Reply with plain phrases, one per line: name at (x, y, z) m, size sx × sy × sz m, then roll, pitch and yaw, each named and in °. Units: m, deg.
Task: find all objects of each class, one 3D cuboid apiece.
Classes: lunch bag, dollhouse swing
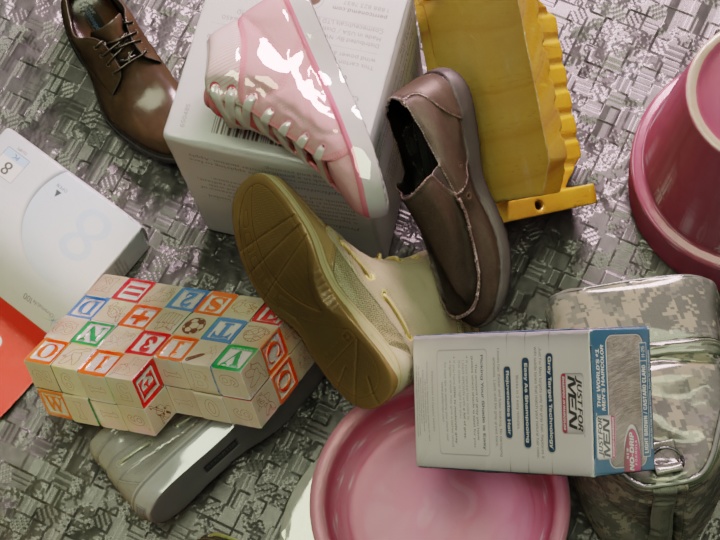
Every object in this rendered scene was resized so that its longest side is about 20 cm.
lunch bag at (0.216, 0.119, 1.381) m, size 0.138 × 0.200 × 0.169 m, roll -5°, pitch 64°, yaw 4°
dollhouse swing at (0.147, -0.147, 1.436) m, size 0.181 × 0.175 × 0.201 m, roll -12°, pitch 91°, yaw -36°

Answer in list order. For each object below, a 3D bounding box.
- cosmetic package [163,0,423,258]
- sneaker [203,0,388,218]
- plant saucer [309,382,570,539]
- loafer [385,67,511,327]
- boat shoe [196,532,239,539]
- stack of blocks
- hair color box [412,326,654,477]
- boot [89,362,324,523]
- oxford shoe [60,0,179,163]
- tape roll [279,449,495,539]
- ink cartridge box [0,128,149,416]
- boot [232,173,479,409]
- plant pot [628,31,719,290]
cosmetic package at (-0.046, -0.126, 1.495) m, size 0.164 × 0.200 × 0.166 m, roll 12°, pitch 72°, yaw 9°
sneaker at (-0.053, -0.110, 1.344) m, size 0.104 × 0.075 × 0.201 m, roll -22°, pitch 65°, yaw -2°
plant saucer at (0.061, 0.183, 1.408) m, size 0.199 × 0.051 × 0.202 m, roll -2°, pitch 68°, yaw 5°
loafer at (0.057, -0.052, 1.399) m, size 0.071 × 0.073 × 0.201 m, roll -12°, pitch 87°, yaw -33°
boat shoe at (-0.061, 0.253, 1.385) m, size 0.199 × 0.072 × 0.059 m, roll 18°, pitch 35°, yaw 30°
stack of blocks at (-0.151, 0.071, 1.446) m, size 0.199 × 0.059 × 0.115 m, roll 7°, pitch 41°, yaw 32°
hair color box at (0.119, 0.092, 1.300) m, size 0.060 × 0.200 × 0.101 m, roll -1°, pitch 88°, yaw -34°
boot at (-0.127, 0.107, 1.484) m, size 0.200 × 0.074 × 0.096 m, roll -39°, pitch 63°, yaw -16°
oxford shoe at (-0.207, -0.177, 1.593) m, size 0.073 × 0.084 × 0.200 m, roll -35°, pitch 72°, yaw -10°
tape roll at (0.035, 0.220, 1.443) m, size 0.201 × 0.037 × 0.204 m, roll -2°, pitch 70°, yaw 5°
ink cartridge box at (-0.302, -0.001, 1.553) m, size 0.160 × 0.047 × 0.200 m, roll 35°, pitch 74°, yaw 16°
boot at (0.000, 0.000, 1.425) m, size 0.200 × 0.155 × 0.073 m, roll 53°, pitch 127°, yaw 10°
plant pot at (0.316, -0.104, 1.464) m, size 0.199 × 0.179 × 0.201 m, roll -2°, pitch 69°, yaw 6°
